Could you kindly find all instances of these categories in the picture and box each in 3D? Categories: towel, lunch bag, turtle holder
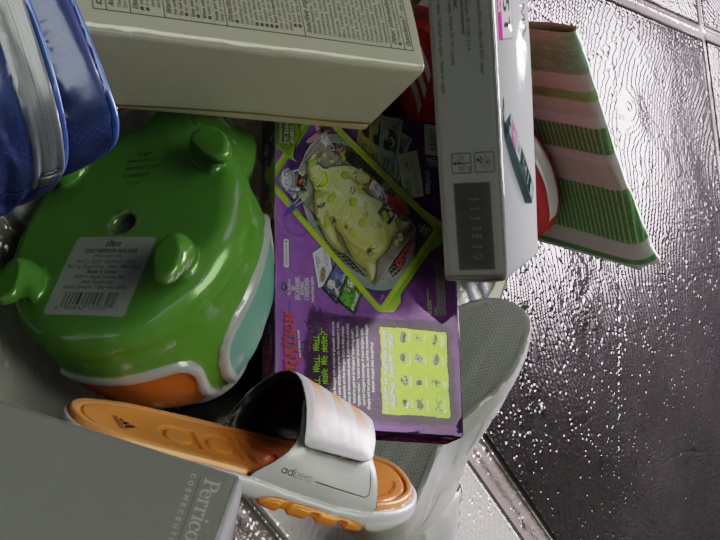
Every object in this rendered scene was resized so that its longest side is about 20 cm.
[{"bbox_3d":[0.140,-0.095,0.961,0.023,0.152,0.201,-37,120,-20],"label":"towel"},{"bbox_3d":[-0.199,-0.086,0.581,0.132,0.199,0.137,-24,103,-32],"label":"lunch bag"},{"bbox_3d":[-0.115,-0.009,0.726,0.132,0.140,0.187,63,6,-47],"label":"turtle holder"}]

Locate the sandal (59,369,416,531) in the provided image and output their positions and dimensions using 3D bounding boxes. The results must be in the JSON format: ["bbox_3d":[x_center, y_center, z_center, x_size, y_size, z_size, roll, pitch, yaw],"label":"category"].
[{"bbox_3d":[-0.048,0.081,0.662,0.205,0.079,0.060,17,102,-32],"label":"sandal"}]

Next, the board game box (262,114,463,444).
[{"bbox_3d":[0.000,0.000,0.780,0.119,0.032,0.202,8,69,-25],"label":"board game box"}]

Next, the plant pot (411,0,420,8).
[{"bbox_3d":[-0.067,-0.256,0.808,0.199,0.199,0.192,12,59,-49],"label":"plant pot"}]

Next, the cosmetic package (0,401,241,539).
[{"bbox_3d":[-0.160,0.122,0.576,0.090,0.198,0.108,100,4,-59],"label":"cosmetic package"}]

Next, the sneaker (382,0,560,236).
[{"bbox_3d":[0.060,-0.085,0.925,0.201,0.078,0.116,55,50,-14],"label":"sneaker"}]

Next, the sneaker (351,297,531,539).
[{"bbox_3d":[0.054,0.119,0.907,0.200,0.073,0.116,-51,153,-26],"label":"sneaker"}]

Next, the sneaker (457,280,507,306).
[{"bbox_3d":[0.060,0.001,0.970,0.090,0.067,0.202,41,55,-44],"label":"sneaker"}]

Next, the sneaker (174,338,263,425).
[{"bbox_3d":[-0.063,0.070,0.815,0.199,0.073,0.083,-18,82,-58],"label":"sneaker"}]

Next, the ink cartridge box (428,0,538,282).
[{"bbox_3d":[0.088,-0.108,0.817,0.173,0.043,0.202,-29,117,-66],"label":"ink cartridge box"}]

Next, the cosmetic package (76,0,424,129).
[{"bbox_3d":[-0.073,-0.141,0.684,0.198,0.073,0.105,2,66,-31],"label":"cosmetic package"}]
